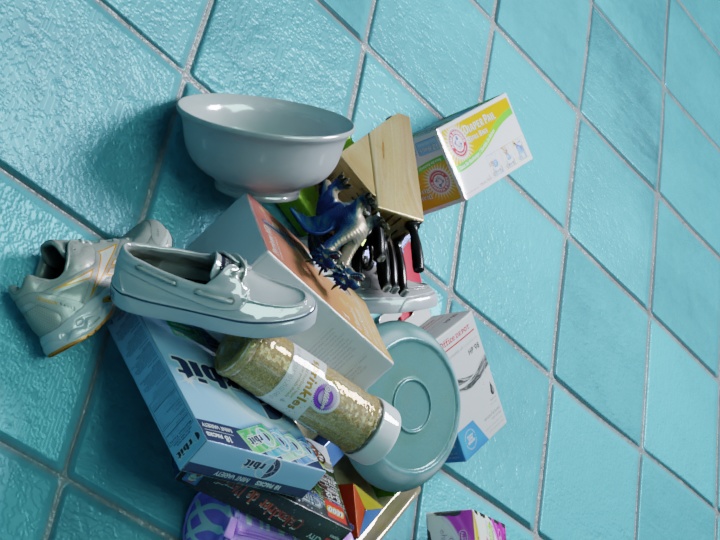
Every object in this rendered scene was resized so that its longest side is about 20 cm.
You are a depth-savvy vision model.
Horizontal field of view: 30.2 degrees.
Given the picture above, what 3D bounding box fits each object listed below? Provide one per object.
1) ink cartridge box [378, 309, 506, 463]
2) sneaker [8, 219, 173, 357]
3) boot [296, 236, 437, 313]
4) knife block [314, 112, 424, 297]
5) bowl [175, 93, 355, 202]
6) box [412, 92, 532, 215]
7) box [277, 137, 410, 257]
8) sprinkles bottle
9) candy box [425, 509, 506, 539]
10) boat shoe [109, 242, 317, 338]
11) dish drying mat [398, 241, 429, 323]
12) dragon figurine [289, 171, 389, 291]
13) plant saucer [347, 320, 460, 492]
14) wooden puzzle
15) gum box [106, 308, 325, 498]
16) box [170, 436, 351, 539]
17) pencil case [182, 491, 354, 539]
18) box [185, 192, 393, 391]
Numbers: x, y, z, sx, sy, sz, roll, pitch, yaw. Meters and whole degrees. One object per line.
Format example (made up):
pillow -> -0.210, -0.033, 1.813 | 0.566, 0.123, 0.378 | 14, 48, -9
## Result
ink cartridge box -> 0.105, 0.129, 1.681 | 0.116, 0.067, 0.201 | -33, 109, -50
sneaker -> -0.262, -0.007, 1.305 | 0.092, 0.076, 0.200 | 54, 40, -15
boot -> 0.000, 0.000, 1.558 | 0.199, 0.074, 0.096 | 0, 95, -24
knife block -> 0.036, -0.072, 1.554 | 0.176, 0.064, 0.200 | 51, 42, -1
bowl -> -0.110, -0.131, 1.473 | 0.201, 0.201, 0.091 | -14, 119, -52
box -> 0.129, -0.154, 1.801 | 0.200, 0.112, 0.102 | -32, 101, -50
box -> -0.016, -0.065, 1.626 | 0.200, 0.048, 0.122 | 54, 53, -20
sprinkles bottle -> -0.051, 0.122, 1.338 | 0.200, 0.068, 0.068 | 35, 51, -26
candy box -> 0.134, 0.363, 1.589 | 0.200, 0.061, 0.137 | 40, 43, -67
boat shoe -> -0.135, 0.015, 1.261 | 0.199, 0.066, 0.074 | 6, 32, -14
dish drying mat -> 0.040, -0.027, 1.720 | 0.077, 0.018, 0.201 | -17, 89, -51
dragon figurine -> -0.037, -0.049, 1.422 | 0.099, 0.200, 0.059 | -35, 127, -10
plant saucer -> 0.053, 0.158, 1.557 | 0.200, 0.027, 0.201 | 6, 81, -43
wooden puzzle -> -0.007, 0.216, 1.545 | 0.185, 0.046, 0.201 | -41, 108, -49
gum box -> -0.142, 0.125, 1.313 | 0.170, 0.045, 0.200 | 25, 23, -47
box -> -0.107, 0.196, 1.363 | 0.200, 0.038, 0.137 | 32, 19, -29
pencil case -> -0.090, 0.284, 1.387 | 0.200, 0.085, 0.084 | 26, 84, -40
box -> -0.080, 0.041, 1.416 | 0.200, 0.106, 0.152 | 43, 11, -29
